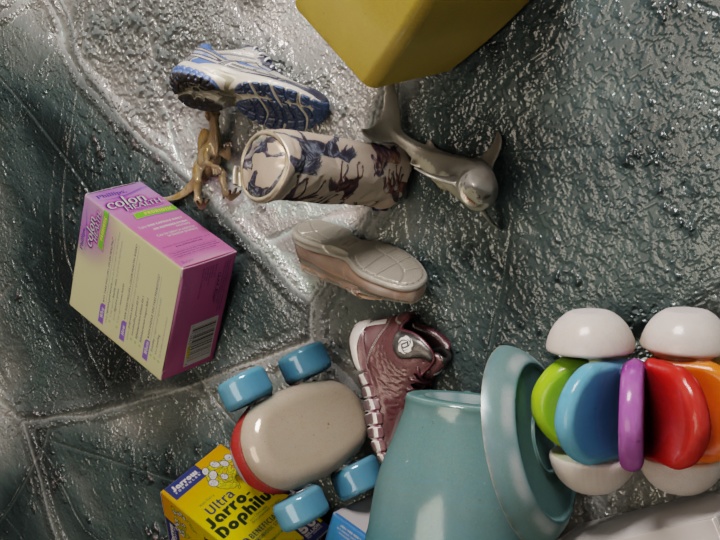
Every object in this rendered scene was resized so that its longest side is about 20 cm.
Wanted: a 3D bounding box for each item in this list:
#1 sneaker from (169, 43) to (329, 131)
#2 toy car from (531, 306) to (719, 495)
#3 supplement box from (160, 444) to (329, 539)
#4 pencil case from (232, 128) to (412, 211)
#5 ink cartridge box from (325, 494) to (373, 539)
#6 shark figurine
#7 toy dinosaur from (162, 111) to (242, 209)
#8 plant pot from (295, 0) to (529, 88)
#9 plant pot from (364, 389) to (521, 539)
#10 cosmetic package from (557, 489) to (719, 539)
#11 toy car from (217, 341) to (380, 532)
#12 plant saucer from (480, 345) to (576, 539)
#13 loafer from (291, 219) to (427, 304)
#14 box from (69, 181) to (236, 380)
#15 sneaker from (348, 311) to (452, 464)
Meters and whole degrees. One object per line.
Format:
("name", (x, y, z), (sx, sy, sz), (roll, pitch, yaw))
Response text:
("sneaker", (-0.125, -0.231, 1.316), (0.199, 0.085, 0.077), (17, 148, 13))
("toy car", (0.259, 0.129, 1.011), (0.199, 0.150, 0.176), (-1, 99, 6))
("supplement box", (-0.143, 0.334, 1.392), (0.200, 0.109, 0.110), (30, 139, 30))
("pencil case", (-0.040, -0.106, 1.194), (0.089, 0.200, 0.078), (-29, 70, 42))
("ink cartridge box", (0.020, 0.395, 1.312), (0.146, 0.084, 0.201), (29, 116, 30))
("shark figurine", (0.104, -0.124, 1.175), (0.090, 0.128, 0.214), (-52, 45, 5))
("toy dinosaur", (-0.198, -0.130, 1.419), (0.200, 0.058, 0.101), (-59, 46, 43))
("plant pot", (0.049, -0.300, 1.106), (0.200, 0.200, 0.177), (50, 135, 20))
("plant pot", (0.106, 0.225, 1.157), (0.200, 0.200, 0.189), (5, 89, 37))
("cosmetic package", (0.287, 0.278, 1.068), (0.200, 0.107, 0.085), (-25, 83, 40))
("toy car", (-0.104, 0.216, 1.335), (0.200, 0.177, 0.185), (-35, 79, 49))
("plant saucer", (0.172, 0.170, 1.083), (0.027, 0.200, 0.201), (-14, 90, 28))
("loafer", (0.000, 0.000, 1.276), (0.200, 0.072, 0.063), (27, 131, 38))
("box", (-0.278, 0.011, 1.457), (0.200, 0.097, 0.176), (33, 124, 28))
("sneaker", (0.062, 0.140, 1.241), (0.115, 0.076, 0.201), (-22, 84, 35))
